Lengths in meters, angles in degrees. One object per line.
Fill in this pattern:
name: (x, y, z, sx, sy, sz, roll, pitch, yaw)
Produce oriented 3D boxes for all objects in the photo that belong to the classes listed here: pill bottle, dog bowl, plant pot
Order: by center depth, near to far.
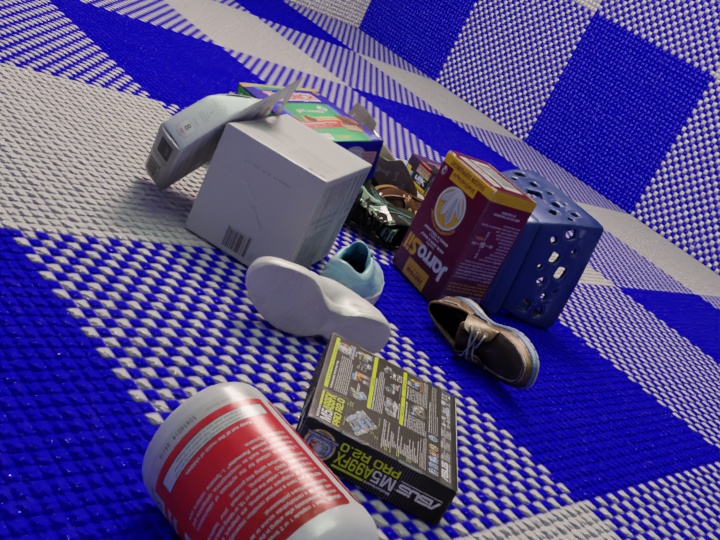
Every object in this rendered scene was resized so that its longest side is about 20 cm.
pill bottle: (-0.059, 0.181, 0.663, 0.111, 0.114, 0.200, 4, 30, -50)
plant pot: (0.245, -0.044, 1.557, 0.177, 0.203, 0.200, 4, 30, -38)
dog bowl: (0.025, -0.203, 1.720, 0.202, 0.058, 0.200, 56, -2, 3)

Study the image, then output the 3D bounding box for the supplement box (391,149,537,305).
supplement box: (0.155, -0.058, 1.441, 0.102, 0.202, 0.131, 10, 25, -41)

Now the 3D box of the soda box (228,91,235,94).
soda box: (-0.155, -0.233, 1.655, 0.197, 0.069, 0.064, 25, 18, -12)

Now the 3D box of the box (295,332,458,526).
box: (0.020, 0.153, 0.957, 0.158, 0.045, 0.200, 27, 19, -4)

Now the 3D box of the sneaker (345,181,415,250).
sneaker: (0.023, -0.089, 1.532, 0.197, 0.076, 0.080, 23, 22, -17)

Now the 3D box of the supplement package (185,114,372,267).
supplement package: (-0.104, -0.101, 1.261, 0.150, 0.153, 0.200, 31, 19, 9)

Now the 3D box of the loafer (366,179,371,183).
loafer: (-0.035, -0.171, 1.669, 0.069, 0.069, 0.201, -11, 21, -12)

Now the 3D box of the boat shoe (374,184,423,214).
boat shoe: (0.081, -0.100, 1.645, 0.070, 0.071, 0.198, 36, 19, 34)

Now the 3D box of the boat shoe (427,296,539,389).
boat shoe: (0.157, 0.098, 1.270, 0.071, 0.074, 0.199, 8, 17, -35)

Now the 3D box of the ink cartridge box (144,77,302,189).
ink cartridge box: (-0.184, -0.195, 1.250, 0.057, 0.199, 0.162, 50, -24, -2)

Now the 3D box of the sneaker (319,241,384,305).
sneaker: (0.000, 0.000, 1.258, 0.073, 0.083, 0.200, 31, 19, 6)

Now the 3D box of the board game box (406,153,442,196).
board game box: (0.210, -0.170, 2.036, 0.197, 0.057, 0.166, 14, 25, -37)

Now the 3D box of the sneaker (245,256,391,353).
sneaker: (-0.057, 0.032, 1.114, 0.198, 0.076, 0.089, 30, 19, -31)

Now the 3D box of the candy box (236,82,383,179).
candy box: (-0.088, -0.224, 1.527, 0.167, 0.078, 0.199, -7, 36, -44)
